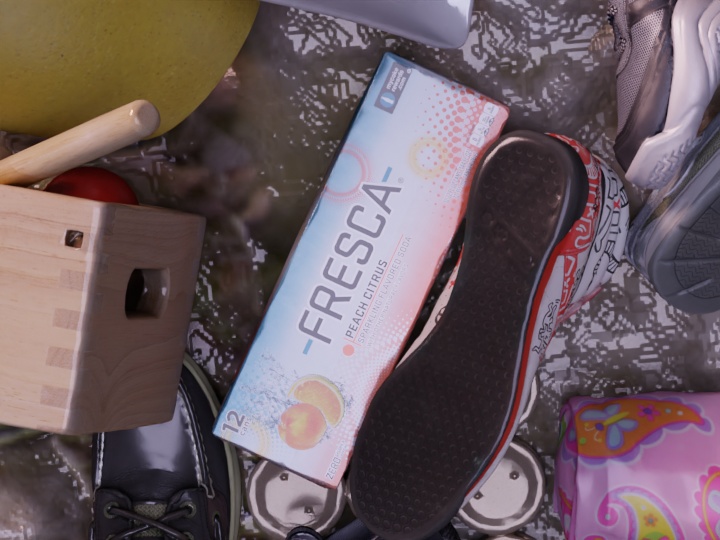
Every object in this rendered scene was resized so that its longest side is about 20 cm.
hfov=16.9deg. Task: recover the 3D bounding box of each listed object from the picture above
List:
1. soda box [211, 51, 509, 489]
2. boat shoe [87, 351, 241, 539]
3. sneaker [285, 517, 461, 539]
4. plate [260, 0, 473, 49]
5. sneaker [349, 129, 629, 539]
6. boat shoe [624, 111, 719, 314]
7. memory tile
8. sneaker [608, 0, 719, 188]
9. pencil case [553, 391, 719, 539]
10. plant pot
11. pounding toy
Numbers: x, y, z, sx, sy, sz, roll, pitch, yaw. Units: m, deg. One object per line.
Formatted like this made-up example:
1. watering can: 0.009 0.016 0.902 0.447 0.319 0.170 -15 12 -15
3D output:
1. soda box: 0.000 0.000 1.154 0.068 0.064 0.200 25 91 0
2. boat shoe: -0.096 0.137 1.182 0.072 0.066 0.201 -2 98 6
3. sneaker: 0.059 0.159 1.164 0.200 0.075 0.114 -5 101 3
4. plate: -0.010 -0.210 1.083 0.032 0.200 0.200 6 89 39
5. sneaker: 0.067 0.033 1.141 0.067 0.108 0.201 24 97 22
6. boat shoe: 0.204 -0.069 1.155 0.074 0.065 0.202 36 97 -26
7. memory tile: 0.020 0.132 1.208 0.153 0.017 0.200 -4 98 1
8. sneaker: 0.116 -0.143 1.126 0.114 0.075 0.200 11 85 2
9. pencil case: 0.194 0.100 1.171 0.200 0.087 0.087 -1 98 0
10. plant pot: -0.128 -0.138 1.096 0.142 0.200 0.200 33 98 -28
11. pounding toy: -0.159 -0.009 1.075 0.184 0.200 0.142 9 91 12
